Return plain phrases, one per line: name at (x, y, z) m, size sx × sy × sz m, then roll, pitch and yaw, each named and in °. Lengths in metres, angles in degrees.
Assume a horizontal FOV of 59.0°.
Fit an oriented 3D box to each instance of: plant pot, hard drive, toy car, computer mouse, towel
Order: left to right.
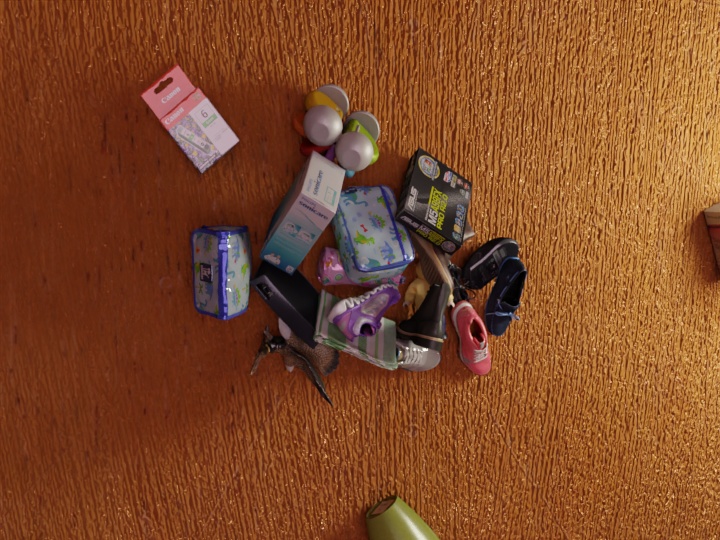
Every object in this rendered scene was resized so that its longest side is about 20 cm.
hard drive at (-0.144, 0.058, 1.376) m, size 0.042 × 0.136 × 0.201 m, roll -33°, pitch 109°, yaw 26°
toy car at (-0.057, -0.281, 1.358) m, size 0.198 × 0.177 × 0.150 m, roll 35°, pitch 123°, yaw -16°
towel at (-0.007, 0.129, 1.389) m, size 0.195 × 0.155 × 0.024 m, roll 24°, pitch 126°, yaw -15°
plant pot at (0.098, 0.647, 1.502) m, size 0.184 × 0.187 × 0.204 m, roll -31°, pitch 88°, yaw -8°
computer mouse at (0.286, -0.016, 1.511) m, size 0.197 × 0.053 × 0.140 m, roll -33°, pitch 128°, yaw -4°

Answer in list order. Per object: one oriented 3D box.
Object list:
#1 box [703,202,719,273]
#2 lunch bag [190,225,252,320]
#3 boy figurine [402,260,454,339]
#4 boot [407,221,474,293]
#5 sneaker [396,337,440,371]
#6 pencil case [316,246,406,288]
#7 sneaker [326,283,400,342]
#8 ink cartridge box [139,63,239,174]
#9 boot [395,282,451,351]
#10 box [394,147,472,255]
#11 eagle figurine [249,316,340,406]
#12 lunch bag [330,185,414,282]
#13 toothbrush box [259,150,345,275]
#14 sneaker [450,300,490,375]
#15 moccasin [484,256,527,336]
box at (0.997, -0.080, 1.648) m, size 0.106 × 0.128 × 0.205 m, roll -24°, pitch 101°, yaw -9°
lunch bag at (-0.280, -0.002, 1.300) m, size 0.123 × 0.200 × 0.177 m, roll -2°, pitch 98°, yaw -13°
boy figurine at (0.156, 0.060, 1.487) m, size 0.120 × 0.064 × 0.208 m, roll -6°, pitch 96°, yaw 15°
boot at (0.201, -0.055, 1.435) m, size 0.163 × 0.073 × 0.204 m, roll -20°, pitch 73°, yaw -27°
sneaker at (0.101, 0.197, 1.482) m, size 0.193 × 0.081 × 0.079 m, roll 11°, pitch 93°, yaw -16°
pencil case at (0.000, 0.000, 1.430) m, size 0.193 × 0.087 × 0.091 m, roll 8°, pitch 95°, yaw -17°
sneaker at (0.020, 0.095, 1.369) m, size 0.197 × 0.081 × 0.089 m, roll -21°, pitch 67°, yaw -42°
ink cartridge box at (-0.354, -0.315, 1.319) m, size 0.108 × 0.050 × 0.202 m, roll -40°, pitch 105°, yaw -6°
boot at (0.145, 0.091, 1.402) m, size 0.075 × 0.199 × 0.143 m, roll 14°, pitch 89°, yaw -20°
box at (0.166, -0.155, 1.414) m, size 0.157 × 0.044 × 0.204 m, roll 31°, pitch 50°, yaw -16°
eagle figurine at (-0.130, 0.191, 1.404) m, size 0.194 × 0.151 × 0.156 m, roll 20°, pitch 78°, yaw -5°
lunch bag at (0.025, -0.084, 1.383) m, size 0.156 × 0.083 × 0.206 m, roll -7°, pitch 68°, yaw -24°
toothbrush box at (-0.119, -0.117, 1.308) m, size 0.084 × 0.149 × 0.201 m, roll 26°, pitch 129°, yaw -15°
sneaker at (0.270, 0.176, 1.511) m, size 0.072 × 0.087 × 0.205 m, roll -26°, pitch 113°, yaw -9°
moccasin at (0.344, 0.071, 1.510) m, size 0.078 × 0.068 × 0.206 m, roll -5°, pitch 117°, yaw -20°
